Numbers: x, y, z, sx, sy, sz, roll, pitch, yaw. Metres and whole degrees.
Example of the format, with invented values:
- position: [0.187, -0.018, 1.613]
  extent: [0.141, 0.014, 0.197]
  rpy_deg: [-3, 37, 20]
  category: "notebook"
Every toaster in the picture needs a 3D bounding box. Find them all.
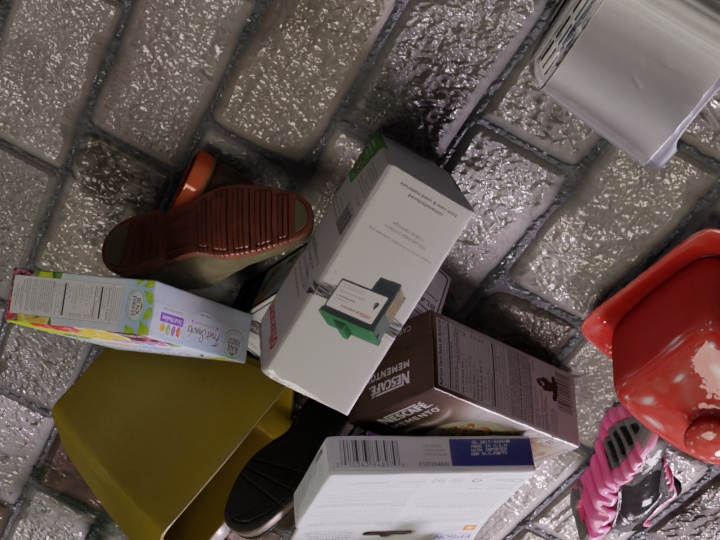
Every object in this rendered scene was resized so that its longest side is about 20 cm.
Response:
- position: [0.209, -0.177, 1.082]
  extent: [0.129, 0.114, 0.200]
  rpy_deg: [29, 140, -4]
  category: "toaster"

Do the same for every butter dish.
- position: [0.305, 0.096, 1.297]
  extent: [0.199, 0.148, 0.199]
  rpy_deg: [33, 138, -12]
  category: "butter dish"

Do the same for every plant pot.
- position: [-0.197, 0.165, 1.530]
  extent: [0.176, 0.200, 0.200]
  rpy_deg: [35, 158, 12]
  category: "plant pot"

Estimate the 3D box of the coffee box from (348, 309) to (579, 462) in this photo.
- position: [0.096, 0.118, 1.410]
  extent: [0.199, 0.080, 0.114]
  rpy_deg: [24, 143, -37]
  category: "coffee box"

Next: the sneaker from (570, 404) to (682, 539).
- position: [0.275, 0.196, 1.485]
  extent: [0.095, 0.079, 0.201]
  rpy_deg: [3, 140, -12]
  category: "sneaker"

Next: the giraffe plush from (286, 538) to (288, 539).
- position: [0.028, 0.344, 1.526]
  extent: [0.161, 0.173, 0.201]
  rpy_deg: [-15, 100, -2]
  category: "giraffe plush"

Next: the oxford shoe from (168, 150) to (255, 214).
- position: [-0.156, -0.024, 1.427]
  extent: [0.072, 0.071, 0.200]
  rpy_deg: [24, 138, -9]
  category: "oxford shoe"

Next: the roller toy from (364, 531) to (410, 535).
- position: [0.049, 0.379, 1.704]
  extent: [0.181, 0.140, 0.200]
  rpy_deg: [-1, 141, 35]
  category: "roller toy"

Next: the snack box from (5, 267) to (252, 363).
- position: [-0.202, 0.043, 1.364]
  extent: [0.141, 0.053, 0.200]
  rpy_deg: [6, 172, 21]
  category: "snack box"

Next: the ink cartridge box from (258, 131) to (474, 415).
- position: [0.000, 0.000, 1.261]
  extent: [0.084, 0.146, 0.201]
  rpy_deg: [29, 102, -11]
  category: "ink cartridge box"

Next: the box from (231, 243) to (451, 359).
- position: [-0.023, 0.032, 1.434]
  extent: [0.116, 0.060, 0.200]
  rpy_deg: [40, 136, -19]
  category: "box"

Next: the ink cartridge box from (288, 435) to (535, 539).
- position: [0.042, 0.208, 1.433]
  extent: [0.198, 0.041, 0.200]
  rpy_deg: [1, 151, -15]
  category: "ink cartridge box"

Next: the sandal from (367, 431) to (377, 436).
- position: [0.040, 0.153, 1.509]
  extent: [0.082, 0.050, 0.203]
  rpy_deg: [-24, 144, 2]
  category: "sandal"

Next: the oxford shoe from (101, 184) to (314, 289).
- position: [-0.127, -0.025, 1.350]
  extent: [0.199, 0.071, 0.074]
  rpy_deg: [-8, 150, 19]
  category: "oxford shoe"

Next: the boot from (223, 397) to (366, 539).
- position: [-0.049, 0.222, 1.552]
  extent: [0.073, 0.200, 0.151]
  rpy_deg: [20, 148, 30]
  category: "boot"

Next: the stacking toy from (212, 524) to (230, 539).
- position: [-0.208, 0.344, 1.813]
  extent: [0.145, 0.146, 0.201]
  rpy_deg: [26, 119, -5]
  category: "stacking toy"
